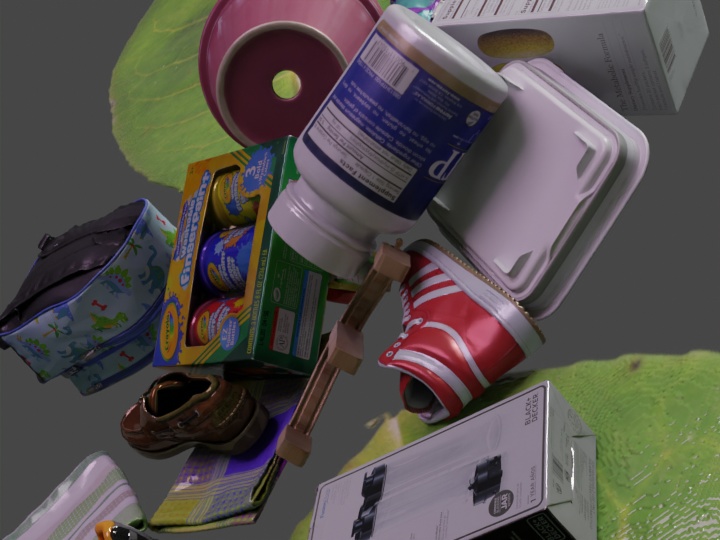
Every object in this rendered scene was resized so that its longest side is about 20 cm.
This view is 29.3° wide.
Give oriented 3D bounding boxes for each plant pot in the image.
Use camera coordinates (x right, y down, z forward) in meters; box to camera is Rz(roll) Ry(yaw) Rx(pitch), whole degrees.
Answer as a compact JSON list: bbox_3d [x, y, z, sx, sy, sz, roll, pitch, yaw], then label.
[{"bbox_3d":[-0.066,-0.189,1.323,0.200,0.200,0.179,-36,14,13],"label":"plant pot"}]

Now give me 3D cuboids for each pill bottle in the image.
[{"bbox_3d":[0.016,-0.099,1.107,0.200,0.119,0.120,-54,23,15],"label":"pill bottle"}]

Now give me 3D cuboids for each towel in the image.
[{"bbox_3d":[-0.101,0.142,1.212,0.143,0.023,0.201,-16,36,42],"label":"towel"},{"bbox_3d":[-0.269,0.244,1.261,0.149,0.031,0.200,-47,20,-8],"label":"towel"}]

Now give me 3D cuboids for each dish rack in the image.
[{"bbox_3d":[0.127,-0.074,1.097,0.172,0.043,0.200,-58,37,15],"label":"dish rack"}]

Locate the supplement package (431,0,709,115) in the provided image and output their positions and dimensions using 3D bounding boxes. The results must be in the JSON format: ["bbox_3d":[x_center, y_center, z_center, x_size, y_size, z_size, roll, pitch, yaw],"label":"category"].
[{"bbox_3d":[0.181,-0.207,1.190,0.199,0.114,0.110,2,47,34],"label":"supplement package"}]

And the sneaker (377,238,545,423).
[{"bbox_3d":[0.051,0.047,1.085,0.112,0.071,0.200,-42,27,-7],"label":"sneaker"}]

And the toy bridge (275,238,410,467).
[{"bbox_3d":[-0.012,0.061,1.118,0.201,0.027,0.067,-62,7,16],"label":"toy bridge"}]

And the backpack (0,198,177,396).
[{"bbox_3d":[-0.270,0.025,1.486,0.199,0.147,0.184,-27,28,36],"label":"backpack"}]

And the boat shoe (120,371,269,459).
[{"bbox_3d":[-0.161,0.120,1.226,0.199,0.068,0.072,-13,40,47],"label":"boat shoe"}]

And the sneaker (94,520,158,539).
[{"bbox_3d":[-0.235,0.289,1.113,0.200,0.077,0.078,-52,29,-16],"label":"sneaker"}]

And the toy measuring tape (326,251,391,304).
[{"bbox_3d":[0.000,0.000,1.227,0.074,0.074,0.200,-49,24,-14],"label":"toy measuring tape"}]

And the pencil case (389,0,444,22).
[{"bbox_3d":[0.050,-0.178,1.258,0.093,0.085,0.201,115,172,-46],"label":"pencil case"}]

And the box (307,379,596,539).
[{"bbox_3d":[0.056,0.166,0.908,0.199,0.060,0.117,-28,29,26],"label":"box"}]

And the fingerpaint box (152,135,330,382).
[{"bbox_3d":[-0.102,-0.006,1.237,0.166,0.073,0.201,-8,69,51],"label":"fingerpaint box"}]
